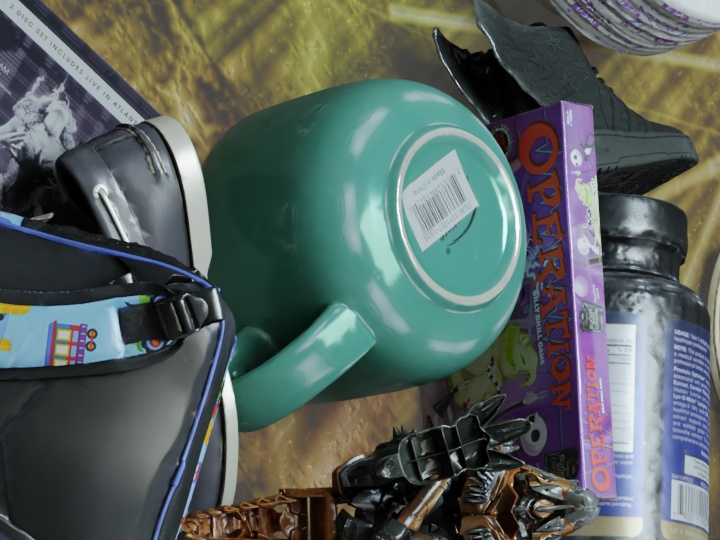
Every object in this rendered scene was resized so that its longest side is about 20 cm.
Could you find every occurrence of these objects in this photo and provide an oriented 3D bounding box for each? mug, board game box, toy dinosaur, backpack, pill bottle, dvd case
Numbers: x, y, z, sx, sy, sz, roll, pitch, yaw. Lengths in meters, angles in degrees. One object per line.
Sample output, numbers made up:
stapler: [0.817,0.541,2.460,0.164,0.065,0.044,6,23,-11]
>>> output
mug: [0.008,-0.002,1.313,0.152,0.114,0.186,20,67,-40]
board game box: [0.076,0.024,1.372,0.032,0.120,0.201,8,75,-43]
toy dinosaur: [0.021,0.120,1.240,0.199,0.136,0.103,-23,95,-22]
backpack: [-0.165,0.061,1.103,0.199,0.135,0.184,16,90,0]
pill bottle: [0.130,0.067,1.421,0.112,0.112,0.201,17,69,-41]
dvd case: [-0.166,-0.026,1.217,0.149,0.016,0.201,43,54,-29]

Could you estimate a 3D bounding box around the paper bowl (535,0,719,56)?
paper bowl: [0.141,-0.217,1.494,0.200,0.104,0.202,20,62,-42]

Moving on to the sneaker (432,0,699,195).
sneaker: [0.116,-0.093,1.475,0.199,0.060,0.105,-6,69,-58]

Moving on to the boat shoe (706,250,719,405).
boat shoe: [0.251,0.077,1.568,0.073,0.069,0.201,2,80,-45]

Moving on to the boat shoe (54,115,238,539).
boat shoe: [-0.102,0.032,1.225,0.062,0.073,0.201,-13,106,-29]
